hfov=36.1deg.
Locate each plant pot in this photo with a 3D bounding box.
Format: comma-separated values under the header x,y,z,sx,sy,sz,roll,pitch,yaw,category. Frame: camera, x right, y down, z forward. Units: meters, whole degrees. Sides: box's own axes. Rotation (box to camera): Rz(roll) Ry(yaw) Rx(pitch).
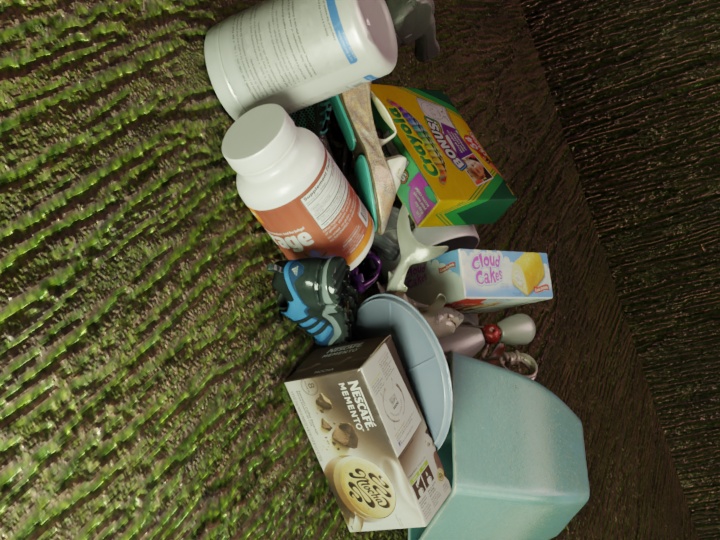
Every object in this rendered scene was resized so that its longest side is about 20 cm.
x,y,z,sx,sy,sz,roll,pitch,yaw,category
0.180,0.252,1.413,0.198,0.196,0.198,112,-15,-49,plant pot

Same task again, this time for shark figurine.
x,y,z,sx,sy,sz,roll,pitch,yaw,category
0.048,0.026,1.364,0.090,0.127,0.216,49,-10,37,shark figurine

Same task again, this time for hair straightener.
x,y,z,sx,sy,sz,roll,pitch,yaw,category
-0.023,-0.191,1.507,0.041,0.075,0.202,86,1,-46,hair straightener

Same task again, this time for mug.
x,y,z,sx,sy,sz,roll,pitch,yaw,category
0.056,-0.093,1.544,0.199,0.146,0.178,9,54,-60,mug

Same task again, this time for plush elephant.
x,y,z,sx,sy,sz,roll,pitch,yaw,category
0.031,-0.422,1.742,0.155,0.163,0.202,44,-30,28,plush elephant

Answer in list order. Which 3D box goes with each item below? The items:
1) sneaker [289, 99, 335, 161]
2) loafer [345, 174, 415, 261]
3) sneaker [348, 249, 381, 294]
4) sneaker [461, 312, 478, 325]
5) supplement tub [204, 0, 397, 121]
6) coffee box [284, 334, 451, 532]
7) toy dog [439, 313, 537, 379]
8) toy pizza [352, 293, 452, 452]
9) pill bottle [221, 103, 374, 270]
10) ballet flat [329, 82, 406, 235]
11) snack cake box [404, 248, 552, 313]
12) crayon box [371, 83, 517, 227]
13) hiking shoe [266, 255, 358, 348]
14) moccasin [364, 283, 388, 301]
x,y,z,sx,sy,sz,roll,pitch,yaw,category
-0.065,-0.214,1.404,0.203,0.090,0.078,67,23,-17,sneaker
-0.012,-0.096,1.408,0.199,0.073,0.073,36,5,-27,loafer
0.000,0.000,1.412,0.076,0.086,0.200,68,22,-12,sneaker
0.102,0.056,1.576,0.198,0.074,0.081,14,55,-39,sneaker
-0.067,-0.260,1.285,0.132,0.197,0.134,49,32,-46,supplement tub
0.010,0.186,1.252,0.080,0.112,0.203,-41,113,-52,coffee box
0.140,0.116,1.515,0.097,0.196,0.134,106,-11,-50,toy dog
0.049,0.126,1.316,0.031,0.199,0.204,-12,84,-36,toy pizza
-0.073,-0.089,1.269,0.201,0.110,0.114,53,29,-39,pill bottle
0.019,-0.147,1.356,0.068,0.066,0.204,143,-69,-75,ballet flat
0.160,0.017,1.523,0.198,0.114,0.069,1,79,-45,snack cake box
0.095,-0.155,1.479,0.171,0.058,0.202,-4,55,-48,crayon box
-0.051,0.039,1.279,0.201,0.085,0.075,82,19,-58,hiking shoe
0.043,0.118,1.429,0.077,0.073,0.205,9,63,-38,moccasin
